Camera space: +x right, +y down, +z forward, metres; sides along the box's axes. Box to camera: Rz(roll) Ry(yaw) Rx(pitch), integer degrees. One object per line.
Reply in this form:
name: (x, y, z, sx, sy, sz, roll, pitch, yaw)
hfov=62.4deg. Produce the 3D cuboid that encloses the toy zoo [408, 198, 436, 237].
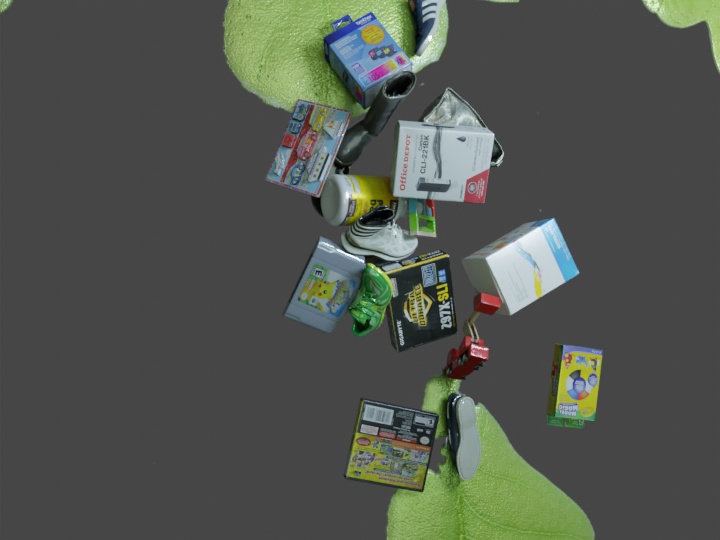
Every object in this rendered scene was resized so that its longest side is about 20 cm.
toy zoo: (0.139, -0.179, 1.361, 0.020, 0.131, 0.205, -4, 88, 25)

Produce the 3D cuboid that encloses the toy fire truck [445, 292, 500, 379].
toy fire truck: (0.254, 0.155, 1.364, 0.048, 0.201, 0.144, 14, 59, -10)

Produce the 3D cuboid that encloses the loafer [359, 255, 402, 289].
loafer: (0.000, 0.000, 1.366, 0.195, 0.063, 0.073, -7, 122, -9)

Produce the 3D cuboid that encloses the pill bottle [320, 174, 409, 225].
pill bottle: (0.018, -0.155, 1.323, 0.196, 0.109, 0.112, -4, 90, -32)

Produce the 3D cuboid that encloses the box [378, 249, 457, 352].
box: (0.135, 0.070, 1.362, 0.157, 0.049, 0.204, -16, 112, -14)

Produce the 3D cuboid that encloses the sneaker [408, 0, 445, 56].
sneaker: (0.143, -0.600, 1.391, 0.083, 0.075, 0.204, 20, 75, -13)

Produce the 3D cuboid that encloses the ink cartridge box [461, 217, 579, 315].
ink cartridge box: (0.369, -0.008, 1.396, 0.197, 0.147, 0.147, -28, 95, -12)

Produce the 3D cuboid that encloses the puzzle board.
puzzle board: (-0.117, -0.274, 1.310, 0.148, 0.017, 0.204, 19, 85, 27)

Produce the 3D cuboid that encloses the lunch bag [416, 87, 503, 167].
lunch bag: (0.218, -0.291, 1.355, 0.199, 0.164, 0.118, 39, 84, -9)

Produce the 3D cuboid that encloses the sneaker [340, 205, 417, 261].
sneaker: (0.065, -0.080, 1.286, 0.197, 0.115, 0.077, 1, 62, -34)

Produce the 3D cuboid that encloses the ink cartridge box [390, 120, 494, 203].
ink cartridge box: (0.165, -0.226, 1.239, 0.195, 0.084, 0.147, 4, 110, -1)

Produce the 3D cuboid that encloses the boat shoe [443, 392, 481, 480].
boat shoe: (0.235, 0.391, 1.404, 0.074, 0.061, 0.205, -14, 102, -28)

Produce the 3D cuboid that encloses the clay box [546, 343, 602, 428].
clay box: (0.532, 0.291, 1.481, 0.112, 0.048, 0.205, 8, 87, -12)

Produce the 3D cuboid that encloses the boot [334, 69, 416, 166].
boot: (0.027, -0.325, 1.281, 0.072, 0.199, 0.183, 43, 69, -10)

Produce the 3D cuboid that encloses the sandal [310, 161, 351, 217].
sandal: (-0.057, -0.221, 1.353, 0.074, 0.045, 0.204, 23, 85, -13)

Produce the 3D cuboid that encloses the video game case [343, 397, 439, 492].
video game case: (0.074, 0.408, 1.388, 0.196, 0.025, 0.185, 14, 86, -13)

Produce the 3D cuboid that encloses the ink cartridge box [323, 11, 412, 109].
ink cartridge box: (0.007, -0.482, 1.334, 0.135, 0.077, 0.201, -32, 72, -11)

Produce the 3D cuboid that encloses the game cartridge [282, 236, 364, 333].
game cartridge: (-0.074, 0.039, 1.312, 0.131, 0.041, 0.203, 21, 108, -19)

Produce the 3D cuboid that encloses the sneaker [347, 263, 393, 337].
sneaker: (0.019, 0.073, 1.298, 0.073, 0.203, 0.083, 29, 47, 24)
